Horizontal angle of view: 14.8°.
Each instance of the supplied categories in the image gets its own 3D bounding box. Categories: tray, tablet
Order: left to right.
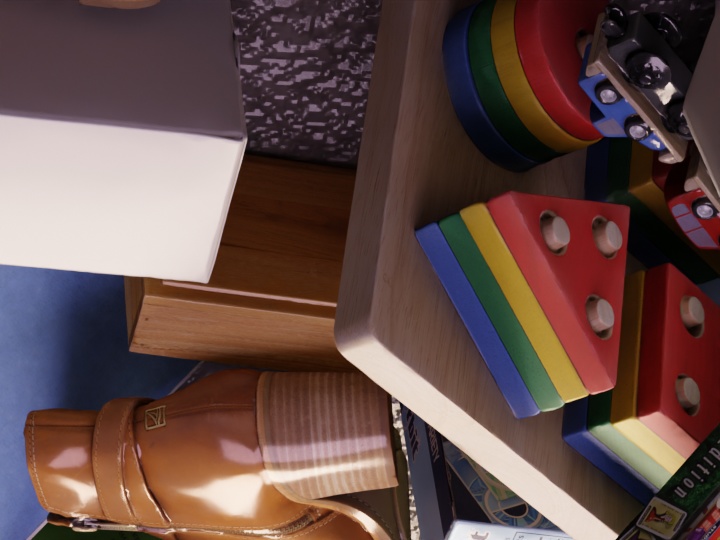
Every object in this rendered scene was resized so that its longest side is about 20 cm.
[{"bbox_3d":[-0.160,0.060,1.192,0.200,0.014,0.130,-45,130,-14],"label":"tablet"},{"bbox_3d":[0.000,0.000,1.175,0.198,0.099,0.037,8,131,-15],"label":"tray"}]

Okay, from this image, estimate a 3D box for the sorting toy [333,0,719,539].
[{"bbox_3d":[0.088,-0.012,1.097,0.069,0.201,0.199,-21,135,35],"label":"sorting toy"}]

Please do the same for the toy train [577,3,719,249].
[{"bbox_3d":[0.143,-0.029,1.081,0.046,0.034,0.200,-19,127,35],"label":"toy train"}]

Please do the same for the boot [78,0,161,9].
[{"bbox_3d":[-0.149,-0.172,1.020,0.200,0.071,0.145,2,127,-15],"label":"boot"}]

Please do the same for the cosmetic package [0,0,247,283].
[{"bbox_3d":[-0.151,-0.067,1.085,0.198,0.108,0.085,7,132,-13],"label":"cosmetic package"}]

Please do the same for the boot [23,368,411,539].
[{"bbox_3d":[-0.057,0.104,1.192,0.154,0.077,0.200,-5,156,4],"label":"boot"}]

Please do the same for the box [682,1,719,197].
[{"bbox_3d":[0.216,-0.105,0.935,0.151,0.107,0.201,16,112,-10],"label":"box"}]

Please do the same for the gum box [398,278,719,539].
[{"bbox_3d":[0.118,0.069,1.209,0.198,0.171,0.045,8,133,-16],"label":"gum box"}]

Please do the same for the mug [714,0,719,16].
[{"bbox_3d":[0.245,-0.067,1.121,0.185,0.150,0.154,-9,142,10],"label":"mug"}]

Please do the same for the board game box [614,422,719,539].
[{"bbox_3d":[0.179,0.062,1.069,0.200,0.023,0.105,-48,146,-1],"label":"board game box"}]

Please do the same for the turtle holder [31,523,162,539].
[{"bbox_3d":[-0.107,0.159,1.305,0.140,0.186,0.132,17,165,35],"label":"turtle holder"}]
